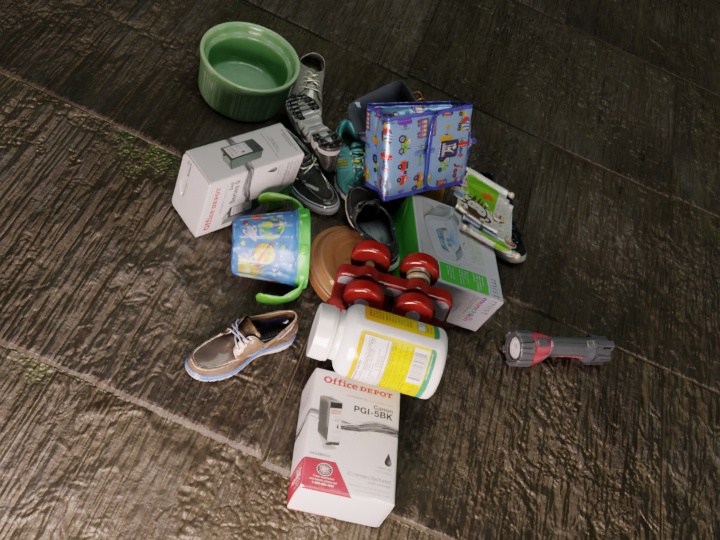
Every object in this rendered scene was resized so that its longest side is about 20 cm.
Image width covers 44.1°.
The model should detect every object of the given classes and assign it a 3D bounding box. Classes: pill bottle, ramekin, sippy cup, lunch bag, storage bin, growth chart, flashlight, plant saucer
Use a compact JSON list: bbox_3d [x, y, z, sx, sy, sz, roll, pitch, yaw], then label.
[{"bbox_3d":[0.023,0.117,1.351,0.198,0.113,0.114,16,49,-7],"label":"pill bottle"},{"bbox_3d":[-0.226,-0.387,1.756,0.198,0.098,0.202,11,50,-13],"label":"ramekin"},{"bbox_3d":[-0.153,-0.039,1.498,0.129,0.141,0.178,1,27,-8],"label":"sippy cup"},{"bbox_3d":[0.114,-0.221,1.585,0.198,0.152,0.094,-10,29,-22],"label":"lunch bag"},{"bbox_3d":[0.072,-0.262,1.703,0.144,0.135,0.201,-25,28,5],"label":"storage bin"},{"bbox_3d":[0.233,-0.114,1.660,0.143,0.018,0.201,24,42,-15],"label":"growth chart"},{"bbox_3d":[0.355,0.144,1.602,0.198,0.069,0.068,5,17,-24],"label":"flashlight"},{"bbox_3d":[0.000,0.000,1.574,0.198,0.032,0.202,16,47,-18],"label":"plant saucer"}]

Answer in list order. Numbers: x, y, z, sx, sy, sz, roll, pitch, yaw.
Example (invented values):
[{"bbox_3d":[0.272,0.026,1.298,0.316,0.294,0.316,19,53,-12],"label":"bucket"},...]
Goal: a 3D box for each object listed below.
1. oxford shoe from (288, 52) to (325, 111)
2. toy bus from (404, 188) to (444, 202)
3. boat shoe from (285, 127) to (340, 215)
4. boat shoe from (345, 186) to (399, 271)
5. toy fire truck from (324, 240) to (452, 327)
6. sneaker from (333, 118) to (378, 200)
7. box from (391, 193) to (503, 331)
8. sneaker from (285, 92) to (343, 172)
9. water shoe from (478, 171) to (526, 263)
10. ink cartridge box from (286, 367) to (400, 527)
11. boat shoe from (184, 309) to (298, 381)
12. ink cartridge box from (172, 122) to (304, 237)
[{"bbox_3d":[-0.107,-0.374,1.823,0.074,0.058,0.202,15,51,-15],"label":"oxford shoe"},{"bbox_3d":[0.129,-0.161,1.736,0.064,0.079,0.201,21,48,-5],"label":"toy bus"},{"bbox_3d":[-0.111,-0.188,1.660,0.200,0.071,0.072,45,55,13],"label":"boat shoe"},{"bbox_3d":[0.020,-0.091,1.580,0.074,0.066,0.201,-10,50,-7],"label":"boat shoe"},{"bbox_3d":[0.042,0.056,1.450,0.198,0.169,0.113,14,48,-3],"label":"toy fire truck"},{"bbox_3d":[-0.015,-0.204,1.711,0.077,0.080,0.202,-5,56,-25],"label":"sneaker"},{"bbox_3d":[0.149,-0.014,1.595,0.175,0.097,0.202,18,45,-22],"label":"box"},{"bbox_3d":[-0.096,-0.261,1.721,0.066,0.091,0.201,-16,50,-23],"label":"sneaker"},{"bbox_3d":[0.269,-0.106,1.749,0.071,0.079,0.201,-14,60,-30],"label":"water shoe"},{"bbox_3d":[-0.022,0.262,1.335,0.145,0.083,0.202,14,49,-11],"label":"ink cartridge box"},{"bbox_3d":[-0.185,0.106,1.399,0.199,0.073,0.072,-25,65,-35],"label":"boat shoe"},{"bbox_3d":[-0.214,-0.157,1.548,0.199,0.146,0.084,-24,66,-34],"label":"ink cartridge box"}]
